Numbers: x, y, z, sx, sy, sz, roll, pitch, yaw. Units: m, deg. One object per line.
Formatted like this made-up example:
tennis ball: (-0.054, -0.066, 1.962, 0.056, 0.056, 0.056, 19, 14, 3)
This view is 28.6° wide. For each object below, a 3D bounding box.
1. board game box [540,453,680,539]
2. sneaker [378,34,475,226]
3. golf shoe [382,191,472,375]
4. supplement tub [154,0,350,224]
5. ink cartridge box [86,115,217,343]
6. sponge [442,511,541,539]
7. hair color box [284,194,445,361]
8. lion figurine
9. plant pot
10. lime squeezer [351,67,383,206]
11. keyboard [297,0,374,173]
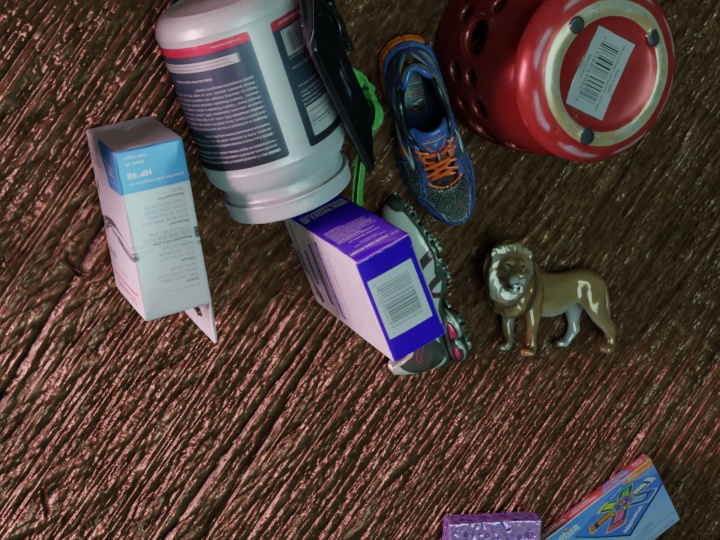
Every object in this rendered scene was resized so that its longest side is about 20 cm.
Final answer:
board game box: (0.283, 0.316, 1.679, 0.199, 0.019, 0.103, -35, 117, -10)
sneaker: (0.067, -0.131, 1.408, 0.075, 0.079, 0.201, -21, 112, 3)
golf shoe: (0.050, 0.020, 1.458, 0.088, 0.077, 0.201, -22, 113, -8)
supplement tub: (-0.095, -0.159, 1.300, 0.140, 0.140, 0.201, -25, 114, -15)
ink cartridge box: (-0.194, -0.031, 1.309, 0.066, 0.116, 0.201, -15, 111, -19)
sponge: (0.143, 0.374, 1.619, 0.111, 0.030, 0.202, 0, 106, -13)
hair color box: (0.000, 0.000, 1.356, 0.065, 0.200, 0.110, -28, 115, -15)
lion figurine: (0.210, 0.028, 1.542, 0.199, 0.072, 0.124, -1, 99, -38)
plant pot: (0.200, -0.206, 1.396, 0.199, 0.182, 0.202, -8, 110, -23)
lime squeezer: (-0.016, -0.167, 1.389, 0.070, 0.038, 0.201, -28, 113, -18)
keyboard: (-0.022, -0.189, 1.292, 0.020, 0.128, 0.200, -9, 148, 12)
